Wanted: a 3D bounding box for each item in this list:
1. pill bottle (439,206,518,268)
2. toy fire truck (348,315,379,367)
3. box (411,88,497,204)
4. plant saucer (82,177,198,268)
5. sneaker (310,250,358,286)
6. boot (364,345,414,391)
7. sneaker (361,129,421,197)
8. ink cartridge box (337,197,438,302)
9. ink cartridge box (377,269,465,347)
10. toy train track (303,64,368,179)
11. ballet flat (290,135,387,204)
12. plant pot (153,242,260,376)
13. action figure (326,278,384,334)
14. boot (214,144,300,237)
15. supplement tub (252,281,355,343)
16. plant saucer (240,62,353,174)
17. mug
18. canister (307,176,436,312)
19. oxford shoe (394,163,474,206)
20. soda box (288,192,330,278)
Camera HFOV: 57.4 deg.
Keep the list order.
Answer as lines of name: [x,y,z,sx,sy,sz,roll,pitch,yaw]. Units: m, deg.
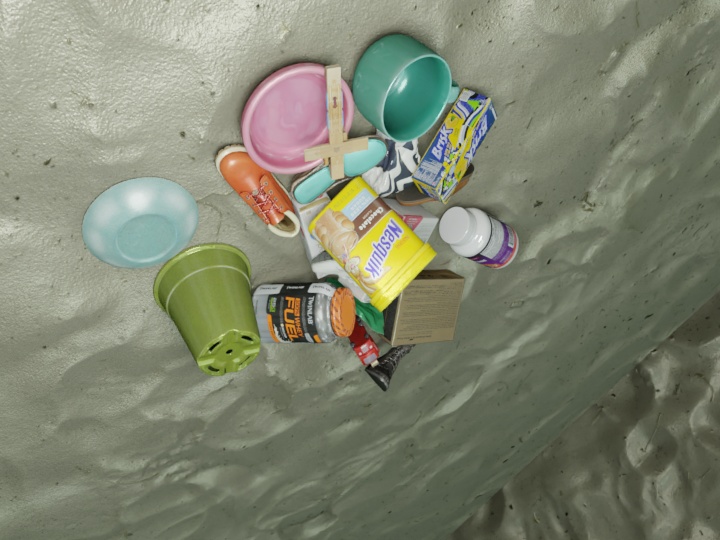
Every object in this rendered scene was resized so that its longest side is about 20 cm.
pill bottle: [0.270,-0.078,1.512,0.198,0.112,0.112,18,121,-45]
toy fire truck: [0.011,0.185,1.595,0.048,0.200,0.143,-30,115,-1]
box: [0.179,-0.235,1.247,0.202,0.064,0.070,-58,150,-4]
plant saucer: [-0.370,-0.066,1.129,0.197,0.039,0.203,-20,142,-16]
sneaker: [0.000,0.000,1.274,0.195,0.075,0.089,1,114,8]
boot: [0.092,0.211,1.671,0.174,0.069,0.200,-44,-175,-2]
sneaker: [0.086,-0.231,1.249,0.129,0.079,0.203,-5,118,-58]
ink cartridge box: [0.058,-0.042,1.373,0.144,0.084,0.203,-3,124,-54]
ink cartridge box: [0.147,0.087,1.593,0.196,0.075,0.169,-1,109,-34]
toy train track: [-0.045,-0.246,1.090,0.112,0.033,0.203,-13,133,-13]
ballet flat: [-0.044,-0.193,1.199,0.197,0.067,0.069,-27,117,1]
plant pot: [-0.273,0.089,1.246,0.196,0.192,0.202,-19,142,-15]
action figure: [-0.027,0.069,1.490,0.054,0.120,0.198,-36,136,27]
boot: [-0.171,-0.135,1.141,0.074,0.108,0.200,-36,141,10]
supplement tub: [-0.116,0.086,1.344,0.195,0.125,0.123,-3,148,20]
plant saucer: [-0.108,-0.257,1.095,0.197,0.051,0.203,-20,142,-17]
mug: [0.068,-0.304,1.105,0.153,0.114,0.184,-51,147,7]
canister: [0.018,-0.049,1.188,0.148,0.200,0.087,-44,175,-3]
oxford shoe: [0.151,-0.164,1.354,0.197,0.072,0.072,-22,148,-28]
soda box: [-0.083,-0.077,1.301,0.067,0.064,0.202,-24,142,-10]
